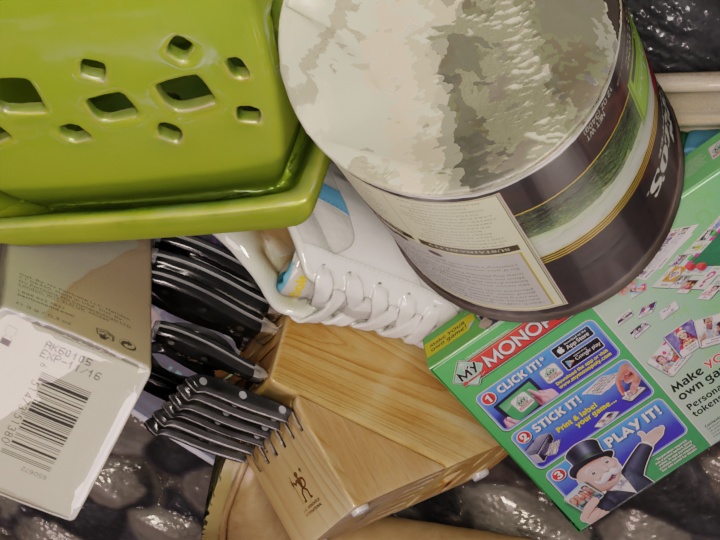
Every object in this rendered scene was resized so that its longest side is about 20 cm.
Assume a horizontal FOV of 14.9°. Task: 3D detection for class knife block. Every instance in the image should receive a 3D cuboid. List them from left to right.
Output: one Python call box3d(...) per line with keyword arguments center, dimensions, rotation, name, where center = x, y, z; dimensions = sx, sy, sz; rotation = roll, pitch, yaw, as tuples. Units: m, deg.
box3d(center=(-0.023, 0.045, 1.414), dimensions=(0.064, 0.199, 0.176), rotation=(-43, 72, 50), name="knife block")

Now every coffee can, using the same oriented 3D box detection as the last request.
box3d(center=(0.058, -0.073, 1.211), dimensions=(0.145, 0.148, 0.200), rotation=(2, 165, 15), name="coffee can")

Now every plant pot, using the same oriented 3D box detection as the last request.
box3d(center=(-0.101, -0.124, 1.247), dimensions=(0.198, 0.200, 0.182), rotation=(-4, 134, 18), name="plant pot")

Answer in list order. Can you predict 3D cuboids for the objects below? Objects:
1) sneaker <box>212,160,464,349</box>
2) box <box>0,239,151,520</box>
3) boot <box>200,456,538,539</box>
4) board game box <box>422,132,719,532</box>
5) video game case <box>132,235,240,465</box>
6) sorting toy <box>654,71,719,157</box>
box3d(center=(0.000, 0.000, 1.371), dimensions=(0.199, 0.081, 0.077), rotation=(35, 143, -1), name="sneaker")
box3d(center=(-0.153, 0.023, 1.332), dimensions=(0.077, 0.200, 0.095), rotation=(23, 113, -14), name="box")
box3d(center=(0.014, 0.144, 1.502), dimensions=(0.198, 0.067, 0.176), rotation=(11, 146, -2), name="boot")
box3d(center=(0.149, 0.028, 1.340), dimensions=(0.199, 0.029, 0.135), rotation=(-35, 119, 14), name="board game box")
box3d(center=(-0.077, 0.024, 1.472), dimensions=(0.199, 0.023, 0.182), rotation=(33, 130, -12), name="video game case")
box3d(center=(0.129, -0.013, 1.372), dimensions=(0.184, 0.037, 0.201), rotation=(-1, 129, 17), name="sorting toy")
